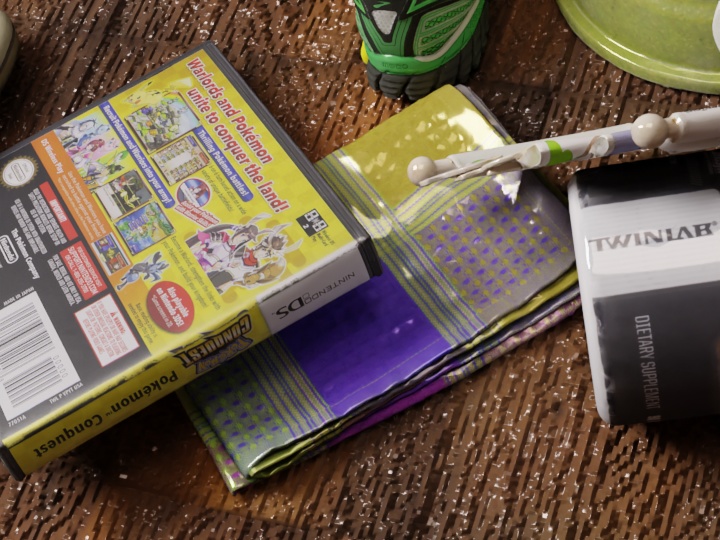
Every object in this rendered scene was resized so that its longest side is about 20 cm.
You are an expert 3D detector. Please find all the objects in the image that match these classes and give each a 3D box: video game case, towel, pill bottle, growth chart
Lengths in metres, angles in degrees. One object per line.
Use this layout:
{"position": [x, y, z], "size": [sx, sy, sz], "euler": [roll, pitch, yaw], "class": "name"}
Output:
{"position": [-0.109, -0.014, 0.825], "size": [0.180, 0.026, 0.200], "euler": [-30, 41, -8], "class": "video game case"}
{"position": [0.000, 0.000, 0.815], "size": [0.199, 0.023, 0.144], "euler": [-29, 54, -8], "class": "towel"}
{"position": [0.187, -0.002, 0.720], "size": [0.198, 0.107, 0.107], "euler": [-9, 53, 8], "class": "pill bottle"}
{"position": [0.111, -0.054, 0.732], "size": [0.143, 0.200, 0.018], "euler": [-11, 93, -23], "class": "growth chart"}

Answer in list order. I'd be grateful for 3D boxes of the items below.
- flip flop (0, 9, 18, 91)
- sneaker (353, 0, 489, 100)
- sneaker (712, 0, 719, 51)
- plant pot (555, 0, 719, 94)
{"position": [-0.228, -0.072, 0.878], "size": [0.080, 0.058, 0.201], "euler": [-5, 44, 27], "class": "flip flop"}
{"position": [0.049, -0.185, 0.897], "size": [0.077, 0.086, 0.201], "euler": [7, 57, 17], "class": "sneaker"}
{"position": [0.250, -0.107, 0.757], "size": [0.199, 0.073, 0.115], "euler": [18, 63, 0], "class": "sneaker"}
{"position": [0.176, -0.216, 0.826], "size": [0.198, 0.185, 0.202], "euler": [-6, 54, 9], "class": "plant pot"}
